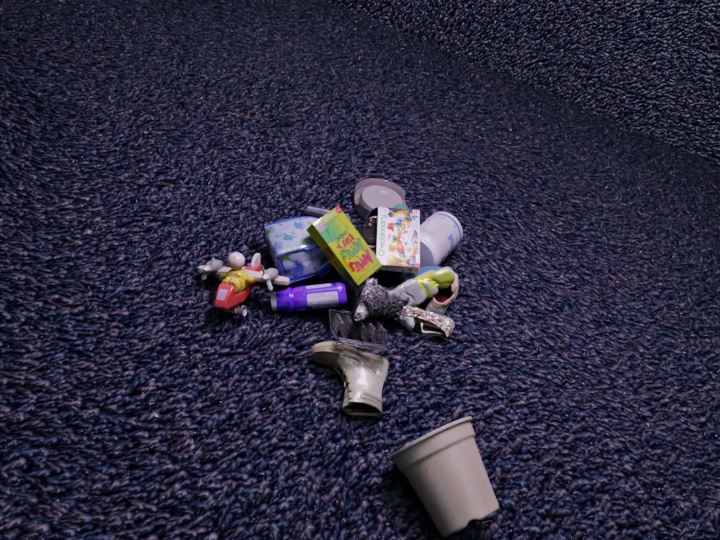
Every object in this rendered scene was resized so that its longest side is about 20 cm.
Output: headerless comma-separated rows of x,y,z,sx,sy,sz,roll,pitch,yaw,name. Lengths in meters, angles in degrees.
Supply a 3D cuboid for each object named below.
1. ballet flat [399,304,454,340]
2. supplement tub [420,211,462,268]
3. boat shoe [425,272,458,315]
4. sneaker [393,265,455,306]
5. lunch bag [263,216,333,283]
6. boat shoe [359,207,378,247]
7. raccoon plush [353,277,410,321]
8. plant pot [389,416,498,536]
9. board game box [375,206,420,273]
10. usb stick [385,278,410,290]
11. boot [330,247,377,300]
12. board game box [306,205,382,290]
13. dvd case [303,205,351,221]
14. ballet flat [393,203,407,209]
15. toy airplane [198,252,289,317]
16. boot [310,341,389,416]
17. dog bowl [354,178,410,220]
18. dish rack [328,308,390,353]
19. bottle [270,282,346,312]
0.163,0.140,1.503,0.198,0.076,0.064,15,59,1,ballet flat
0.223,-0.087,1.706,0.131,0.133,0.200,34,46,15,supplement tub
0.253,0.059,1.613,0.073,0.070,0.200,26,44,8,boat shoe
0.170,0.042,1.570,0.198,0.076,0.105,-19,16,-9,sneaker
-0.153,-0.068,1.532,0.198,0.128,0.170,-19,41,-14,lunch bag
0.039,-0.132,1.665,0.073,0.064,0.202,15,31,5,boat shoe
0.053,0.108,1.407,0.133,0.097,0.201,24,33,-2,raccoon plush
0.187,0.437,1.142,0.199,0.201,0.185,-12,63,-29,plant pot
0.108,-0.090,1.579,0.125,0.035,0.202,4,60,-2,board game box
0.118,0.062,1.591,0.199,0.033,0.056,-21,57,-34,usb stick
0.000,0.000,1.570,0.153,0.073,0.201,-7,42,-25,boot
-0.042,-0.061,1.456,0.101,0.048,0.201,-38,93,-32,board game box
-0.102,-0.172,1.681,0.141,0.018,0.200,12,10,-6,dvd case
0.108,-0.117,1.673,0.067,0.068,0.201,17,51,8,ballet flat
-0.304,0.009,1.414,0.198,0.142,0.199,-19,38,-20,toy airplane
-0.034,0.261,1.312,0.198,0.072,0.156,16,46,-4,boot
0.069,-0.227,1.846,0.198,0.059,0.201,10,44,-10,dog bowl
-0.003,0.152,1.377,0.152,0.055,0.200,10,7,-10,dish rack
-0.138,0.073,1.450,0.198,0.084,0.066,-6,84,-9,bottle
